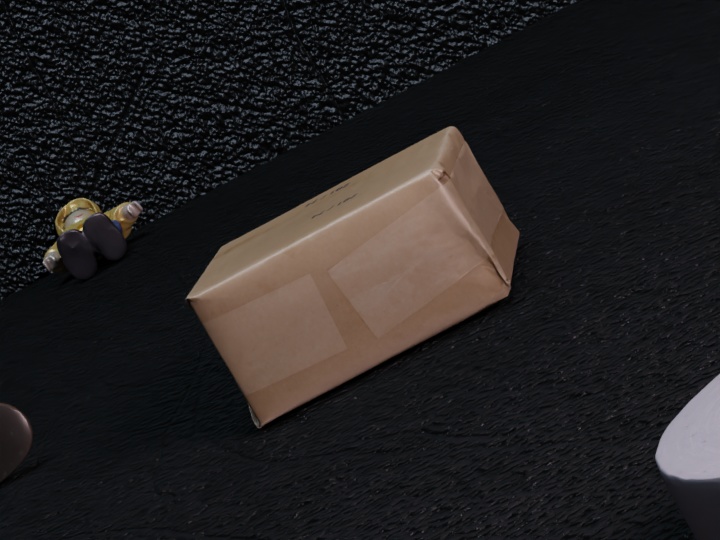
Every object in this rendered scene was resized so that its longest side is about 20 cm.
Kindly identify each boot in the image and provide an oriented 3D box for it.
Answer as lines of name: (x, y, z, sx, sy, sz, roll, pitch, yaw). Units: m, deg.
boot: (-0.337, 0.157, 2.338, 0.200, 0.074, 0.075, -29, -1, 17)

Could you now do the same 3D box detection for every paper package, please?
paper package: (0.000, 0.000, 2.025, 0.200, 0.104, 0.191, -29, 8, 11)

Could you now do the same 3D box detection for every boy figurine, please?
boy figurine: (-0.295, -0.041, 3.276, 0.124, 0.065, 0.200, -32, 12, -1)

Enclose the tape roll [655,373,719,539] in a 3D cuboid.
tape roll: (0.218, 0.056, 1.173, 0.200, 0.066, 0.200, -29, 10, 6)
